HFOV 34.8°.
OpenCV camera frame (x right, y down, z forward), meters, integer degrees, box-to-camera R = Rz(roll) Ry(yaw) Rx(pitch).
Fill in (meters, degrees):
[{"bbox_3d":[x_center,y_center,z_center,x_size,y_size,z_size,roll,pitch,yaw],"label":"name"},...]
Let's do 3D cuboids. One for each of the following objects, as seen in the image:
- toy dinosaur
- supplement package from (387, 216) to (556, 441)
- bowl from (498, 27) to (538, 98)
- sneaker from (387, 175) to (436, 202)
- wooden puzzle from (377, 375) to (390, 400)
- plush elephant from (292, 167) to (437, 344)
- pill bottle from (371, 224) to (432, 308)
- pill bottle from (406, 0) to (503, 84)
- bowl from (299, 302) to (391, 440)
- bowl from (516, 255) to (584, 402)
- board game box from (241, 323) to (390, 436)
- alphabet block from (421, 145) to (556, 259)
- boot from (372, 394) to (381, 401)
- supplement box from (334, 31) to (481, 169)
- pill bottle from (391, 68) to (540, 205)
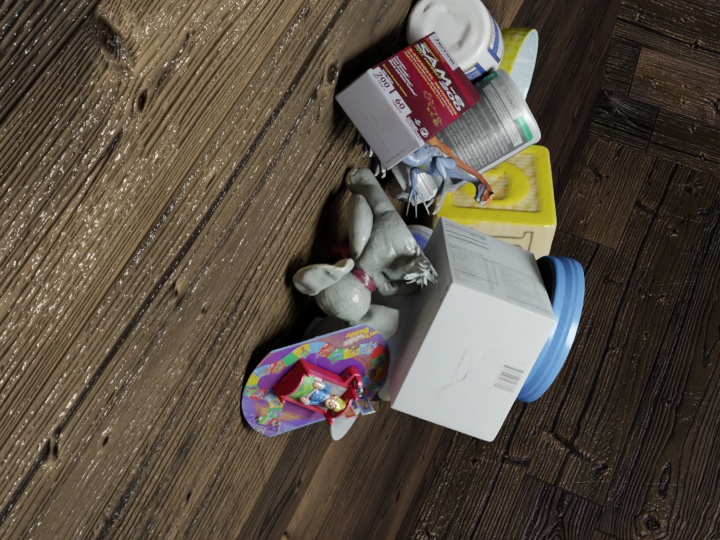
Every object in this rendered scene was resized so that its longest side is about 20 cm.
[{"bbox_3d":[0.097,-0.143,1.467,0.181,0.105,0.201,-1,115,-27],"label":"toy dinosaur"},{"bbox_3d":[0.137,0.073,1.491,0.200,0.146,0.192,-90,-157,-63],"label":"supplement package"},{"bbox_3d":[0.200,-0.299,1.829,0.200,0.107,0.201,18,90,-75],"label":"bowl"},{"bbox_3d":[0.088,-0.168,1.696,0.200,0.075,0.081,-64,159,-52],"label":"sneaker"},{"bbox_3d":[0.080,0.099,1.716,0.185,0.037,0.200,-54,-176,3],"label":"wooden puzzle"},{"bbox_3d":[0.000,0.000,1.438,0.165,0.154,0.200,57,2,-31],"label":"plush elephant"},{"bbox_3d":[0.056,0.008,1.720,0.200,0.112,0.113,-39,147,-64],"label":"pill bottle"},{"bbox_3d":[0.135,-0.309,1.560,0.200,0.111,0.111,-1,111,-75],"label":"pill bottle"},{"bbox_3d":[-0.035,0.124,1.581,0.201,0.090,0.202,21,90,-77],"label":"bowl"},{"bbox_3d":[0.232,0.073,1.520,0.201,0.039,0.202,-160,-90,-80],"label":"bowl"},{"bbox_3d":[-0.046,0.149,1.419,0.199,0.039,0.158,-16,136,-18],"label":"board game box"},{"bbox_3d":[0.205,-0.077,1.895,0.201,0.195,0.196,95,-3,-48],"label":"alphabet block"},{"bbox_3d":[0.042,0.121,1.949,0.097,0.074,0.201,-72,180,-49],"label":"boot"},{"bbox_3d":[0.062,-0.208,1.386,0.061,0.109,0.200,-33,-174,35],"label":"supplement box"},{"bbox_3d":[0.135,-0.178,1.567,0.199,0.113,0.113,-30,167,5],"label":"pill bottle"}]
